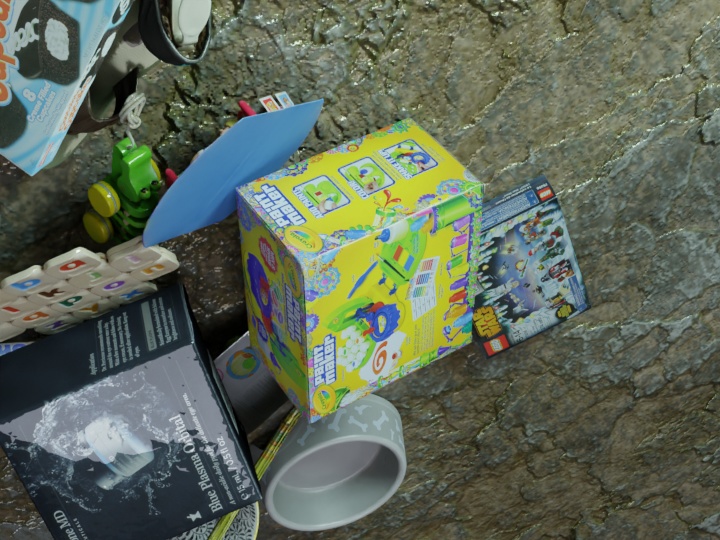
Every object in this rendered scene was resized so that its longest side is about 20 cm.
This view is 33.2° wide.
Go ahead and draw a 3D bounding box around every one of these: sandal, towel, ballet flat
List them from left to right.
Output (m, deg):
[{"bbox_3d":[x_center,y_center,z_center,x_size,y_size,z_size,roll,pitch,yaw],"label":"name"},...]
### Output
[{"bbox_3d":[-0.207,-0.153,0.957,0.200,0.058,0.079,-40,136,17],"label":"sandal"},{"bbox_3d":[-0.124,-0.242,0.872,0.067,0.068,0.203,-15,128,-27],"label":"ballet flat"},{"bbox_3d":[-0.105,0.208,1.249,0.018,0.086,0.202,33,95,1],"label":"towel"}]

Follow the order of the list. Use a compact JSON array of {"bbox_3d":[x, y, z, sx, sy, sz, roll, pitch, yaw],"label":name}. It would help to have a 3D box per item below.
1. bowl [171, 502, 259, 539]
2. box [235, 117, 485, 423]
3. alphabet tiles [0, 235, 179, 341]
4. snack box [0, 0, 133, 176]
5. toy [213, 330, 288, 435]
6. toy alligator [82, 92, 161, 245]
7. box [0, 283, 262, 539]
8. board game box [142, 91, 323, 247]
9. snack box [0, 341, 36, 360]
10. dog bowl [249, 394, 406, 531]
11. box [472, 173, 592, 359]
[{"bbox_3d":[-0.218,0.259,1.322,0.197,0.094,0.204,-6,110,-18],"label":"bowl"},{"bbox_3d":[0.000,0.000,1.118,0.191,0.122,0.202,-24,138,-24],"label":"box"},{"bbox_3d":[-0.263,0.019,1.074,0.197,0.015,0.196,-22,168,6],"label":"alphabet tiles"},{"bbox_3d":[-0.242,-0.182,0.884,0.115,0.037,0.201,35,120,-2],"label":"snack box"},{"bbox_3d":[-0.105,0.093,1.261,0.199,0.047,0.115,-38,133,8],"label":"toy"},{"bbox_3d":[-0.190,-0.068,1.019,0.059,0.054,0.201,-40,168,-35],"label":"toy alligator"},{"bbox_3d":[-0.221,0.153,1.151,0.197,0.118,0.199,-22,120,-4],"label":"box"},{"bbox_3d":[-0.119,-0.096,1.027,0.158,0.039,0.199,-47,170,29],"label":"board game box"},{"bbox_3d":[-0.355,0.104,1.175,0.197,0.024,0.073,-2,133,-23],"label":"snack box"},{"bbox_3d":[-0.035,0.232,1.423,0.197,0.059,0.202,-12,136,-12],"label":"dog bowl"},{"bbox_3d":[0.164,0.001,1.292,0.135,0.040,0.201,-26,138,4],"label":"box"}]
